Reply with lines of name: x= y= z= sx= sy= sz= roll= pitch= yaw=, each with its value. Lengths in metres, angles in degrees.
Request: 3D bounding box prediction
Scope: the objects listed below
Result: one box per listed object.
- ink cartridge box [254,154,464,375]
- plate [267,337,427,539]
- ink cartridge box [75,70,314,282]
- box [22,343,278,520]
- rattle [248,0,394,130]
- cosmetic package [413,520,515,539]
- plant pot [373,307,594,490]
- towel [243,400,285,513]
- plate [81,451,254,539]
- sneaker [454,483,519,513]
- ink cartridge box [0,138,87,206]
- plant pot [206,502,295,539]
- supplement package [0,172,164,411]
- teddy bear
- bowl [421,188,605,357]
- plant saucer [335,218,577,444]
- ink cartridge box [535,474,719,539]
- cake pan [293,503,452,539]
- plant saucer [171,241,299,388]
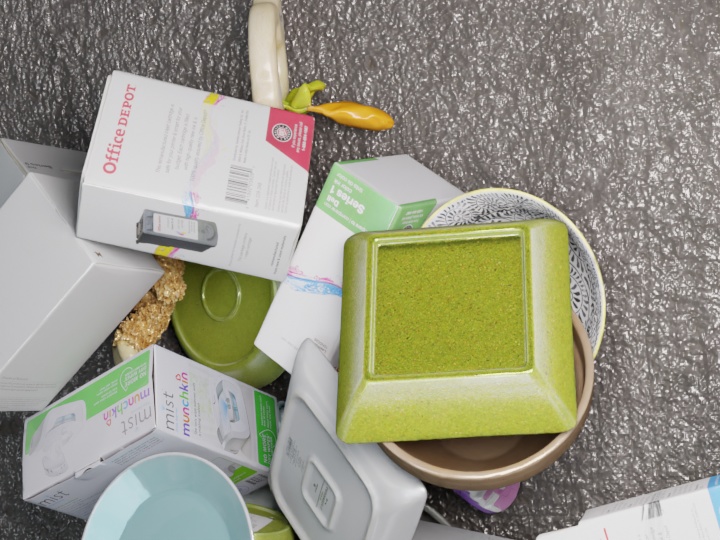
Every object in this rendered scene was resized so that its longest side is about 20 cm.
ink cartridge box: x=0.000 y=0.000 z=1.414 sx=0.084 sy=0.144 sz=0.202 roll=34 pitch=112 yaw=22
plate: x=-0.026 y=0.196 z=1.340 sx=0.200 sy=0.032 sz=0.201 roll=51 pitch=142 yaw=34
ink cartridge box: x=-0.149 y=-0.087 z=1.367 sx=0.197 sy=0.149 sz=0.086 roll=12 pitch=139 yaw=-6
box: x=-0.209 y=0.179 z=1.487 sx=0.199 sy=0.176 sz=0.098 roll=-29 pitch=51 yaw=32
rattle: x=-0.052 y=-0.235 z=1.459 sx=0.141 sy=0.130 sz=0.203 roll=-9 pitch=65 yaw=19
cosmetic package: x=0.096 y=0.309 z=1.400 sx=0.197 sy=0.081 sz=0.115 roll=8 pitch=106 yaw=8
plant pot: x=0.100 y=0.106 z=1.271 sx=0.198 sy=0.093 sz=0.203 roll=-5 pitch=56 yaw=7
towel: x=-0.105 y=0.257 z=1.563 sx=0.170 sy=0.048 sz=0.202 roll=-26 pitch=83 yaw=28
plate: x=-0.175 y=0.269 z=1.366 sx=0.198 sy=0.026 sz=0.203 roll=-9 pitch=72 yaw=28
sneaker: x=0.066 y=0.159 z=1.438 sx=0.200 sy=0.081 sz=0.089 roll=44 pitch=140 yaw=0
ink cartridge box: x=-0.342 y=-0.027 z=1.593 sx=0.088 sy=0.144 sz=0.202 roll=46 pitch=118 yaw=40
plant pot: x=-0.124 y=0.332 z=1.422 sx=0.185 sy=0.186 sz=0.203 roll=14 pitch=99 yaw=27
supplement package: x=-0.310 y=0.025 z=1.429 sx=0.200 sy=0.119 sz=0.122 roll=-46 pitch=68 yaw=16
teddy bear: x=-0.206 y=0.016 z=1.509 sx=0.145 sy=0.066 sz=0.202 roll=121 pitch=160 yaw=-59
bowl: x=0.145 y=0.023 z=1.365 sx=0.198 sy=0.094 sz=0.204 roll=4 pitch=99 yaw=29
plant saucer: x=0.075 y=0.037 z=1.231 sx=0.197 sy=0.048 sz=0.202 roll=-4 pitch=58 yaw=10
ink cartridge box: x=0.267 y=0.257 z=1.320 sx=0.198 sy=0.067 sz=0.117 roll=-17 pitch=88 yaw=16
cake pan: x=0.017 y=0.304 z=1.476 sx=0.197 sy=0.037 sz=0.203 roll=3 pitch=103 yaw=11
plant saucer: x=-0.135 y=0.024 z=1.537 sx=0.198 sy=0.031 sz=0.203 roll=2 pitch=92 yaw=39
